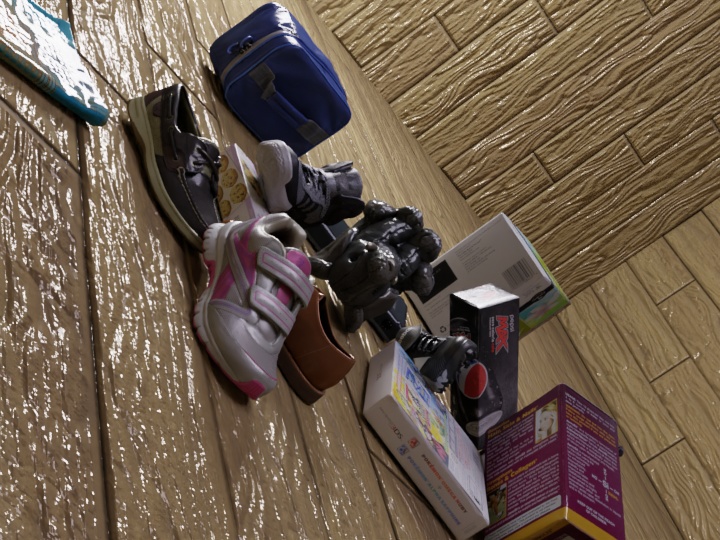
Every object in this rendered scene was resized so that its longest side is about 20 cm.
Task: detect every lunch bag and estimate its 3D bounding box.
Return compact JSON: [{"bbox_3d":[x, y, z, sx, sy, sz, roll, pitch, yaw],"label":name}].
[{"bbox_3d":[-0.110,-0.258,1.773,0.200,0.136,0.133,44,15,-45],"label":"lunch bag"}]

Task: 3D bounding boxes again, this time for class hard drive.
[{"bbox_3d":[-0.008,-0.007,1.729,0.200,0.033,0.140,54,11,-8],"label":"hard drive"}]

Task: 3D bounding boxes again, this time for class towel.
[{"bbox_3d":[-0.300,-0.216,1.116,0.200,0.022,0.147,40,18,-54],"label":"towel"}]

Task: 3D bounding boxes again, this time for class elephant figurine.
[{"bbox_3d":[0.000,0.000,1.524,0.141,0.156,0.200,23,31,19],"label":"elephant figurine"}]

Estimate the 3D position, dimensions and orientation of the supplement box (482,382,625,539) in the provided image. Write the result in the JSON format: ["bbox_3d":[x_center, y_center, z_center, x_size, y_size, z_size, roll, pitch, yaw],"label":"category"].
[{"bbox_3d":[0.219,0.253,1.480,0.103,0.131,0.200,34,38,-23],"label":"supplement box"}]

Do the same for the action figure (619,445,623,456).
[{"bbox_3d":[0.296,0.290,1.976,0.199,0.102,0.119,13,57,-12],"label":"action figure"}]

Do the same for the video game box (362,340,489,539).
[{"bbox_3d":[0.074,0.187,1.458,0.182,0.047,0.200,56,10,-9],"label":"video game box"}]

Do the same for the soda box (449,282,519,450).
[{"bbox_3d":[0.158,0.123,1.653,0.063,0.071,0.201,27,-55,52],"label":"soda box"}]

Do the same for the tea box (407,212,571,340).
[{"bbox_3d":[0.207,0.038,2.085,0.134,0.200,0.197,59,12,23],"label":"tea box"}]

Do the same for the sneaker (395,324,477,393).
[{"bbox_3d":[0.081,0.104,1.587,0.090,0.066,0.200,44,-18,3],"label":"sneaker"}]

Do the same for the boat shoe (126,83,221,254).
[{"bbox_3d":[-0.167,-0.104,1.234,0.072,0.066,0.201,44,15,-54],"label":"boat shoe"}]

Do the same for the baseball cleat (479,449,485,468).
[{"bbox_3d":[0.182,0.288,1.608,0.106,0.070,0.200,44,4,-20],"label":"baseball cleat"}]

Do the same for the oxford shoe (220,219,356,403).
[{"bbox_3d":[-0.074,0.025,1.242,0.200,0.071,0.071,55,12,8],"label":"oxford shoe"}]

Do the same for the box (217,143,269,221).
[{"bbox_3d":[-0.124,-0.065,1.375,0.039,0.041,0.200,48,13,-36],"label":"box"}]

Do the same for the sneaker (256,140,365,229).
[{"bbox_3d":[-0.054,-0.099,1.433,0.200,0.113,0.076,100,-23,-72],"label":"sneaker"}]

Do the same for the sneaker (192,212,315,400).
[{"bbox_3d":[-0.086,0.019,1.110,0.081,0.088,0.200,46,27,-41],"label":"sneaker"}]
